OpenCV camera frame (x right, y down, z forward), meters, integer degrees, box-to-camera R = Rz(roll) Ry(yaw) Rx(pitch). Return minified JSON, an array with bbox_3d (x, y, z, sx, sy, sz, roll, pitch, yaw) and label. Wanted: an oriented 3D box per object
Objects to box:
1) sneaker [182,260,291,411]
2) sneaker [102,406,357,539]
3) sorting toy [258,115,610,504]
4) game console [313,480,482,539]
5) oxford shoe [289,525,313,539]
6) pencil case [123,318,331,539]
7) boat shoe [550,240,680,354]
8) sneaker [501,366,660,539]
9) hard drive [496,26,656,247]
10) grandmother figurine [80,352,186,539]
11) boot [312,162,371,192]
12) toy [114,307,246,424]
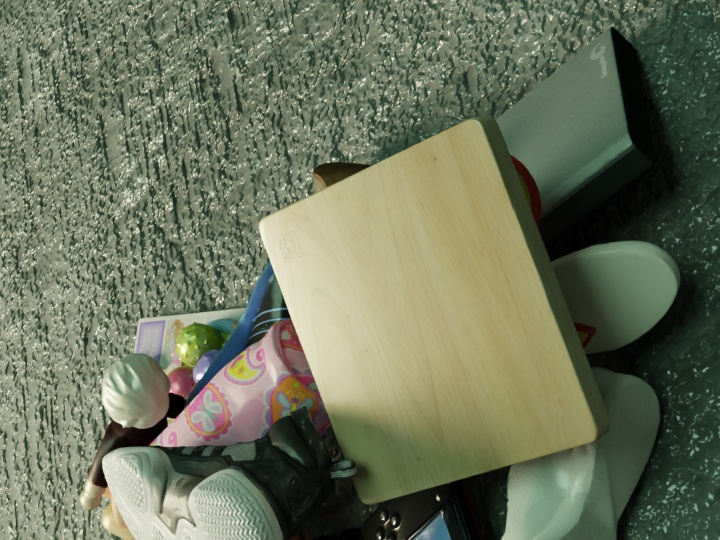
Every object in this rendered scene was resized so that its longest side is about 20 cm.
[{"bbox_3d":[-0.059,0.058,1.234,0.077,0.070,0.201,29,83,13],"label":"sneaker"},{"bbox_3d":[-0.087,0.142,1.067,0.199,0.113,0.076,5,117,51],"label":"sneaker"},{"bbox_3d":[0.055,0.026,1.003,0.198,0.069,0.202,-22,88,40],"label":"sorting toy"},{"bbox_3d":[0.000,0.242,1.042,0.173,0.118,0.202,-49,45,34],"label":"game console"},{"bbox_3d":[-0.121,0.227,1.060,0.199,0.071,0.072,-33,48,3],"label":"oxford shoe"},{"bbox_3d":[-0.093,0.126,1.148,0.200,0.087,0.088,-46,46,22],"label":"pencil case"},{"bbox_3d":[0.130,0.025,1.047,0.199,0.072,0.069,-37,13,39],"label":"boat shoe"},{"bbox_3d":[0.118,0.156,1.003,0.088,0.075,0.202,12,72,53],"label":"sneaker"},{"bbox_3d":[0.115,-0.065,1.092,0.199,0.033,0.140,-38,30,29],"label":"hard drive"},{"bbox_3d":[-0.177,0.137,1.229,0.060,0.201,0.122,25,51,13],"label":"grandmother figurine"},{"bbox_3d":[0.000,0.000,1.183,0.200,0.069,0.148,-109,18,-79],"label":"boot"},{"bbox_3d":[-0.143,0.085,1.318,0.199,0.047,0.117,-9,68,45],"label":"toy"}]
